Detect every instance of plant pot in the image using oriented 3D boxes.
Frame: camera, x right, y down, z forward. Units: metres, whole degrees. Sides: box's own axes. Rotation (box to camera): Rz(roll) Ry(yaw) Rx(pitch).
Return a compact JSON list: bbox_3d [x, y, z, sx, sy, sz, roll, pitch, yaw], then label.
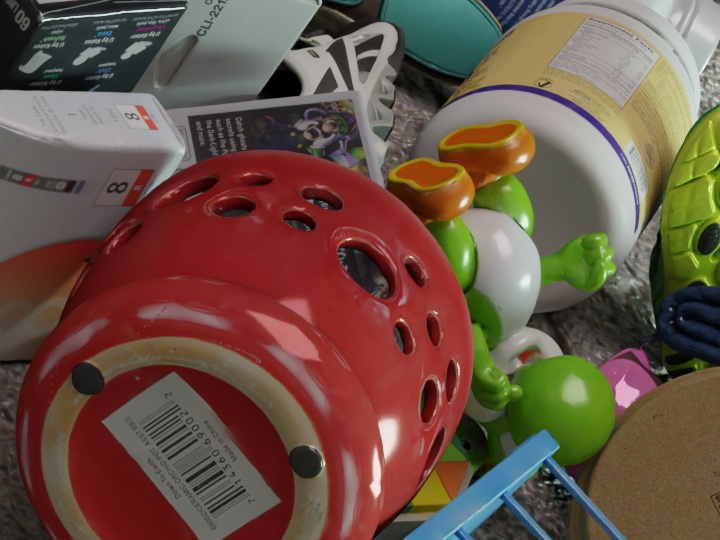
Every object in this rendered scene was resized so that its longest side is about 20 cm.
[{"bbox_3d":[-0.062,0.063,1.410,0.200,0.200,0.183,37,28,0],"label":"plant pot"}]

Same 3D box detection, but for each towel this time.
[{"bbox_3d":[0.266,0.049,1.752,0.112,0.049,0.200,18,1,36],"label":"towel"}]

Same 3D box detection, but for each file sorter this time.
[{"bbox_3d":[0.045,0.196,1.453,0.123,0.139,0.200,47,37,9],"label":"file sorter"}]

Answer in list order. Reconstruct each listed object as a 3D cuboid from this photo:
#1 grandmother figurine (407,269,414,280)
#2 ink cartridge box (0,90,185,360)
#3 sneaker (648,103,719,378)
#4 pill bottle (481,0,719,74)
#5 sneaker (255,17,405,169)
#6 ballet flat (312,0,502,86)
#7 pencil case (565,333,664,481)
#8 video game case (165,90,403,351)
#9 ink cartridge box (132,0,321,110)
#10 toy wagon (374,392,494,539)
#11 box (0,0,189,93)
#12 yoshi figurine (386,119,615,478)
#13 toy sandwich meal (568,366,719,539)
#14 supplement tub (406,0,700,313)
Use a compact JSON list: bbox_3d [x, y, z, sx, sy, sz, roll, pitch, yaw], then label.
[{"bbox_3d":[0.000,0.000,1.689,0.200,0.061,0.121,32,26,-5],"label":"grandmother figurine"},{"bbox_3d":[-0.204,-0.020,1.457,0.200,0.162,0.050,-5,51,-43],"label":"ink cartridge box"},{"bbox_3d":[0.207,-0.024,1.799,0.074,0.200,0.084,-3,38,-12],"label":"sneaker"},{"bbox_3d":[0.143,-0.193,1.987,0.200,0.111,0.111,31,36,-10],"label":"pill bottle"},{"bbox_3d":[-0.026,-0.115,1.773,0.088,0.074,0.200,24,23,-9],"label":"sneaker"},{"bbox_3d":[0.004,-0.177,1.894,0.200,0.067,0.062,27,-7,-17],"label":"ballet flat"},{"bbox_3d":[0.193,0.137,1.693,0.200,0.091,0.094,53,7,17],"label":"pencil case"},{"bbox_3d":[-0.071,-0.013,1.602,0.182,0.023,0.200,-7,50,-8],"label":"video game case"},{"bbox_3d":[-0.102,-0.185,1.741,0.084,0.144,0.200,17,41,-26],"label":"ink cartridge box"},{"bbox_3d":[0.002,0.092,1.614,0.200,0.040,0.155,1,50,-39],"label":"toy wagon"},{"bbox_3d":[-0.200,-0.109,1.527,0.106,0.200,0.122,-11,57,-46],"label":"box"},{"bbox_3d":[0.089,0.026,1.598,0.112,0.112,0.200,-92,166,-68],"label":"yoshi figurine"},{"bbox_3d":[0.214,0.144,1.597,0.070,0.205,0.205,65,-1,-58],"label":"toy sandwich meal"},{"bbox_3d":[0.124,-0.078,1.814,0.145,0.145,0.200,38,35,1],"label":"supplement tub"}]
